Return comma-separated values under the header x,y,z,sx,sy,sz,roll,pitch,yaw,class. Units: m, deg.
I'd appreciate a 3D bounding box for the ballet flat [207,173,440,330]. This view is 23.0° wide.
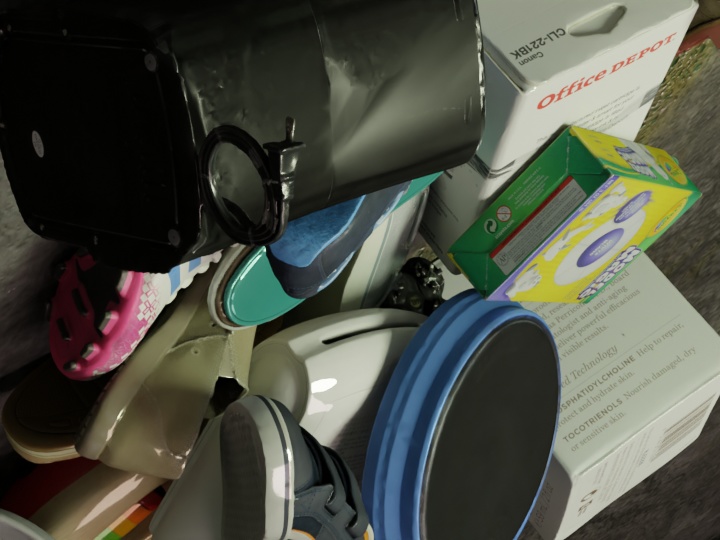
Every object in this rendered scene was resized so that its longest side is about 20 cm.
x,y,z,sx,sy,sz,roll,pitch,yaw,class
-0.027,-0.037,1.037,0.200,0.069,0.070,-40,161,-26,ballet flat

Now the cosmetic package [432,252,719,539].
x,y,z,sx,sy,sz,roll,pitch,yaw,class
0.158,0.072,1.394,0.166,0.200,0.168,-34,158,-16,cosmetic package

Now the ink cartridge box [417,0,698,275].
x,y,z,sx,sy,sz,roll,pitch,yaw,class
0.110,-0.107,1.119,0.144,0.084,0.200,-28,158,-26,ink cartridge box

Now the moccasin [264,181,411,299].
x,y,z,sx,sy,sz,roll,pitch,yaw,class
-0.003,-0.069,0.976,0.200,0.080,0.068,-52,162,-33,moccasin

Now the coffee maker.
x,y,z,sx,sy,sz,roll,pitch,yaw,class
-0.034,-0.073,0.803,0.200,0.192,0.135,-23,137,-40,coffee maker

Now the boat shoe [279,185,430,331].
x,y,z,sx,sy,sz,roll,pitch,yaw,class
0.000,-0.001,1.166,0.071,0.070,0.201,-17,147,-33,boat shoe

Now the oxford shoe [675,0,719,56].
x,y,z,sx,sy,sz,roll,pitch,yaw,class
0.206,-0.178,1.116,0.070,0.075,0.200,-33,-169,-24,oxford shoe

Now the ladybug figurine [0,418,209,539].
x,y,z,sx,sy,sz,roll,pitch,yaw,class
-0.172,0.146,1.170,0.200,0.072,0.136,-39,163,-3,ladybug figurine

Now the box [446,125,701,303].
x,y,z,sx,sy,sz,roll,pitch,yaw,class
0.147,-0.031,1.157,0.117,0.048,0.200,-46,161,20,box

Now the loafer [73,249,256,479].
x,y,z,sx,sy,sz,roll,pitch,yaw,class
-0.092,0.049,1.040,0.200,0.068,0.076,-55,-174,-37,loafer

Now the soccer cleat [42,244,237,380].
x,y,z,sx,sy,sz,roll,pitch,yaw,class
-0.104,-0.012,0.964,0.086,0.070,0.200,0,136,-39,soccer cleat

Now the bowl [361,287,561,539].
x,y,z,sx,sy,sz,roll,pitch,yaw,class
0.071,0.113,1.137,0.200,0.039,0.202,-31,128,-50,bowl

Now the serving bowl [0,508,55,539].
x,y,z,sx,sy,sz,roll,pitch,yaw,class
-0.246,0.234,1.092,0.200,0.200,0.066,-42,-178,8,serving bowl

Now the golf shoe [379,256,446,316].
x,y,z,sx,sy,sz,roll,pitch,yaw,class
0.038,0.095,1.263,0.077,0.201,0.094,3,157,-23,golf shoe

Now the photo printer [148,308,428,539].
x,y,z,sx,sy,sz,roll,pitch,yaw,class
-0.030,0.108,1.139,0.166,0.069,0.200,-6,135,-49,photo printer

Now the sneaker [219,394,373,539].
x,y,z,sx,sy,sz,roll,pitch,yaw,class
-0.037,0.128,1.022,0.079,0.079,0.200,-15,149,-15,sneaker

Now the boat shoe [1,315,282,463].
x,y,z,sx,sy,sz,roll,pitch,yaw,class
-0.133,0.075,1.096,0.200,0.074,0.067,-24,149,-34,boat shoe
